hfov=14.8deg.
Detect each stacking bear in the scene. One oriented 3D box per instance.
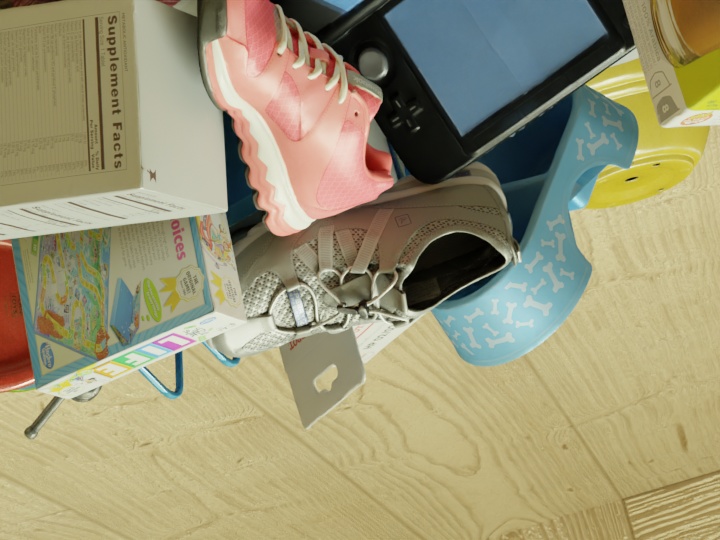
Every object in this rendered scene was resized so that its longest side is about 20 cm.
[{"bbox_3d":[-0.257,0.039,1.998,0.113,0.122,0.200,-5,171,-15],"label":"stacking bear"}]

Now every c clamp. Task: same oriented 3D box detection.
[{"bbox_3d":[-0.172,0.050,1.904,0.171,0.027,0.200,-48,179,-7],"label":"c clamp"}]

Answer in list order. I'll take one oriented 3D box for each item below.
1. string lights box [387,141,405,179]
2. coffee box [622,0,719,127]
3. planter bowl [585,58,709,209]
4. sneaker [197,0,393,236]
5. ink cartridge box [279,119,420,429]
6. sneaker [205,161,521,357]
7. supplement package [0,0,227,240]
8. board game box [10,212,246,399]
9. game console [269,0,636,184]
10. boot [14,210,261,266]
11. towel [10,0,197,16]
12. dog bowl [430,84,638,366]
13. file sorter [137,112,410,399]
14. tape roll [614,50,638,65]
[{"bbox_3d":[0.052,-0.077,1.880,0.059,0.103,0.200,-18,165,-2],"label":"string lights box"},{"bbox_3d":[0.262,-0.208,1.459,0.199,0.201,0.198,-4,160,-32],"label":"coffee box"},{"bbox_3d":[0.184,-0.098,1.970,0.199,0.084,0.201,-15,164,-4],"label":"planter bowl"},{"bbox_3d":[-0.035,-0.107,1.540,0.086,0.074,0.201,-12,137,9],"label":"sneaker"},{"bbox_3d":[-0.016,-0.006,1.883,0.067,0.201,0.115,-7,163,-27],"label":"ink cartridge box"},{"bbox_3d":[0.000,0.000,1.617,0.199,0.082,0.075,-26,129,-4],"label":"sneaker"},{"bbox_3d":[-0.187,-0.080,1.545,0.199,0.115,0.109,-5,173,22],"label":"supplement package"},{"bbox_3d":[-0.147,-0.041,1.640,0.134,0.201,0.034,-23,157,27],"label":"board game box"},{"bbox_3d":[0.044,-0.154,1.537,0.200,0.173,0.119,-34,178,29],"label":"game console"},{"bbox_3d":[-0.135,-0.050,1.846,0.167,0.077,0.200,-10,168,-27],"label":"boot"},{"bbox_3d":[-0.084,-0.179,1.567,0.199,0.023,0.144,-2,157,-44],"label":"towel"},{"bbox_3d":[0.100,-0.037,1.700,0.111,0.201,0.050,-13,135,47],"label":"dog bowl"},{"bbox_3d":[-0.075,-0.031,1.730,0.199,0.139,0.123,-29,126,18],"label":"file sorter"},{"bbox_3d":[0.143,-0.184,1.674,0.199,0.067,0.200,-14,165,-4],"label":"tape roll"}]
